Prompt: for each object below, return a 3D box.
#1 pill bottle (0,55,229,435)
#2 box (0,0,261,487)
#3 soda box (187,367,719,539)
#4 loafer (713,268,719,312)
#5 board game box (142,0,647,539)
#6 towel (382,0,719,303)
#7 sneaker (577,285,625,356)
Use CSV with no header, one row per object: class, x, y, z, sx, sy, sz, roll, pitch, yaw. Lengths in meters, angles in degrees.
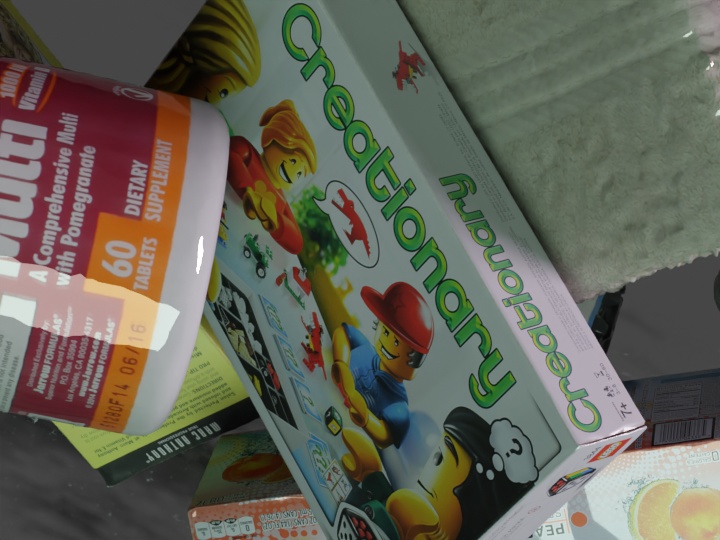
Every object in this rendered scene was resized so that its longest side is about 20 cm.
pill bottle,-0.148,-0.019,0.920,0.199,0.110,0.110,12,127,-9
box,-0.111,-0.015,1.028,0.075,0.050,0.200,-26,126,18
soda box,0.046,0.086,1.020,0.199,0.064,0.069,-8,110,13
loafer,0.147,0.015,0.992,0.063,0.200,0.072,-8,86,13
board game box,0.000,0.000,0.949,0.035,0.201,0.126,-15,157,-40
towel,0.050,-0.051,0.931,0.034,0.133,0.200,-18,178,-40
sneaker,0.027,0.072,1.096,0.072,0.072,0.200,38,114,2
